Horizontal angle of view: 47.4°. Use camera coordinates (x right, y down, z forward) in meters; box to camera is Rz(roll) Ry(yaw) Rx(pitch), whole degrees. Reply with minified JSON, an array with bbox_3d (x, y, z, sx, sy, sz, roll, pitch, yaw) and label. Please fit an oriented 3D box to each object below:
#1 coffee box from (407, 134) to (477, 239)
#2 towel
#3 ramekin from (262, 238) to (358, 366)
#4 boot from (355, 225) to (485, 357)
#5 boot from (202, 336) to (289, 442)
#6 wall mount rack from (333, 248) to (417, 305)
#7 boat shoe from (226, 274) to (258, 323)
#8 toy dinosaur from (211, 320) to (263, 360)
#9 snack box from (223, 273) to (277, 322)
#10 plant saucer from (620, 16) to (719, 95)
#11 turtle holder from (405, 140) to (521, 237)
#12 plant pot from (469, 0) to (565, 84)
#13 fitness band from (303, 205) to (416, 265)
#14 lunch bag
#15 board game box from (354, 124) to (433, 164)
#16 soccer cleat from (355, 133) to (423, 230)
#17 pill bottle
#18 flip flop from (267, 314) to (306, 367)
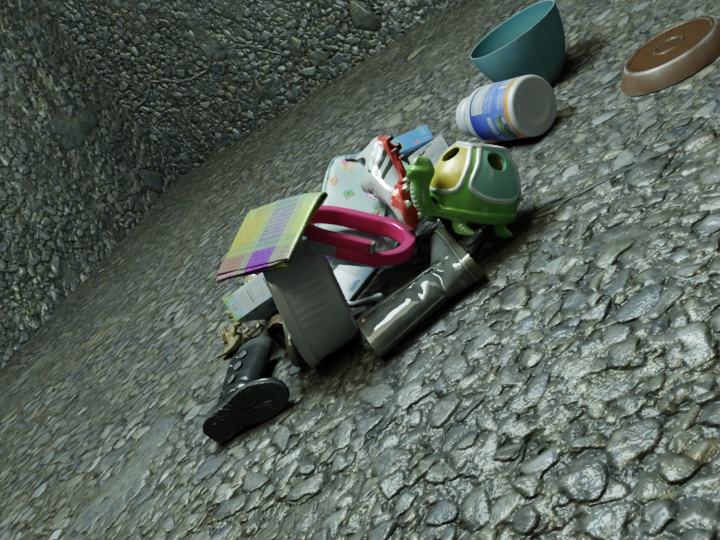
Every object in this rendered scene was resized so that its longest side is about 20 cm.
[{"bbox_3d":[0.152,-0.147,1.424,0.080,0.113,0.200,-33,21,10],"label":"coffee box"},{"bbox_3d":[-0.139,-0.050,1.243,0.199,0.023,0.144,-12,45,47],"label":"towel"},{"bbox_3d":[-0.077,0.043,1.296,0.094,0.204,0.203,-25,20,1],"label":"ramekin"},{"bbox_3d":[0.080,0.031,1.243,0.200,0.073,0.182,-43,17,7],"label":"boot"},{"bbox_3d":[-0.170,0.176,1.352,0.164,0.066,0.200,-29,17,19],"label":"boot"},{"bbox_3d":[0.000,0.000,1.433,0.173,0.075,0.200,20,55,28],"label":"wall mount rack"},{"bbox_3d":[-0.209,0.028,1.718,0.200,0.069,0.074,-40,20,-5],"label":"boat shoe"},{"bbox_3d":[-0.241,0.131,1.596,0.101,0.058,0.200,-52,12,3],"label":"toy dinosaur"},{"bbox_3d":[-0.159,0.036,1.527,0.142,0.053,0.200,-34,-7,7],"label":"snack box"},{"bbox_3d":[0.528,-0.370,1.388,0.199,0.035,0.201,-33,19,13],"label":"plant saucer"},{"bbox_3d":[0.155,-0.130,1.250,0.184,0.133,0.141,8,12,-2],"label":"turtle holder"},{"bbox_3d":[0.347,-0.447,1.711,0.199,0.135,0.200,-33,20,13],"label":"plant pot"},{"bbox_3d":[-0.012,-0.059,1.270,0.198,0.038,0.144,15,25,13],"label":"fitness band"},{"bbox_3d":[0.012,-0.106,1.401,0.159,0.077,0.202,6,63,11],"label":"lunch bag"},{"bbox_3d":[0.063,-0.196,1.590,0.150,0.037,0.200,-24,-17,-6],"label":"board game box"},{"bbox_3d":[0.044,-0.135,1.327,0.085,0.069,0.201,-31,52,21],"label":"soccer cleat"},{"bbox_3d":[0.270,-0.303,1.565,0.112,0.112,0.200,-44,20,-18],"label":"pill bottle"},{"bbox_3d":[-0.130,0.107,1.401,0.057,0.082,0.200,-24,27,1],"label":"flip flop"}]
